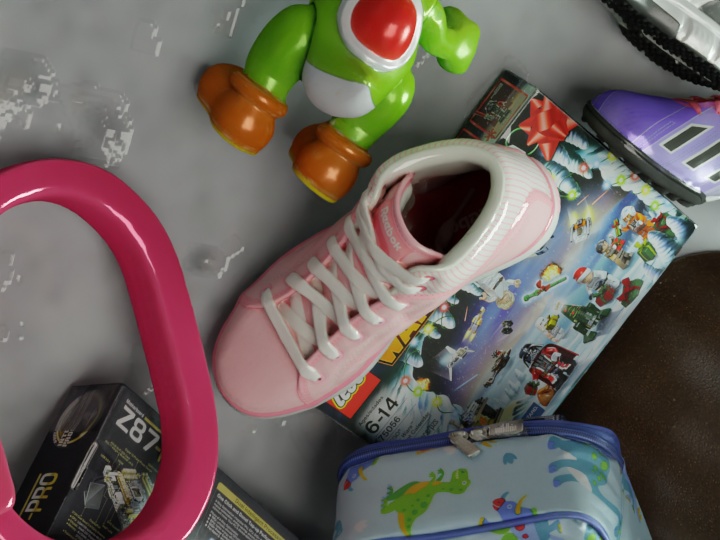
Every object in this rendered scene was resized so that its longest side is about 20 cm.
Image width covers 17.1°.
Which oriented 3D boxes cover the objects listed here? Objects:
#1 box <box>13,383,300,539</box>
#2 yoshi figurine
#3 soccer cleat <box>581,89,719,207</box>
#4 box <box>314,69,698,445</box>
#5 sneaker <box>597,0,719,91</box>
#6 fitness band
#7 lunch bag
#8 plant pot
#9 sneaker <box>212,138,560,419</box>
[{"bbox_3d":[-0.101,0.178,1.198,0.200,0.049,0.162,44,58,-33],"label":"box"},{"bbox_3d":[0.009,-0.142,1.147,0.201,0.112,0.112,-54,156,17],"label":"yoshi figurine"},{"bbox_3d":[0.202,-0.069,1.266,0.199,0.068,0.073,19,116,-34],"label":"soccer cleat"},{"bbox_3d":[0.069,0.015,1.259,0.137,0.040,0.201,35,93,-31],"label":"box"},{"bbox_3d":[0.138,-0.171,1.206,0.200,0.074,0.080,34,83,-38],"label":"sneaker"},{"bbox_3d":[-0.138,0.048,1.127,0.143,0.037,0.202,-15,92,-41],"label":"fitness band"},{"bbox_3d":[0.074,0.164,1.252,0.159,0.083,0.201,-10,135,17],"label":"lunch bag"},{"bbox_3d":[0.226,0.113,1.280,0.185,0.200,0.188,-9,115,-21],"label":"plant pot"},{"bbox_3d":[0.000,0.000,1.161,0.199,0.076,0.105,-33,166,9],"label":"sneaker"}]
